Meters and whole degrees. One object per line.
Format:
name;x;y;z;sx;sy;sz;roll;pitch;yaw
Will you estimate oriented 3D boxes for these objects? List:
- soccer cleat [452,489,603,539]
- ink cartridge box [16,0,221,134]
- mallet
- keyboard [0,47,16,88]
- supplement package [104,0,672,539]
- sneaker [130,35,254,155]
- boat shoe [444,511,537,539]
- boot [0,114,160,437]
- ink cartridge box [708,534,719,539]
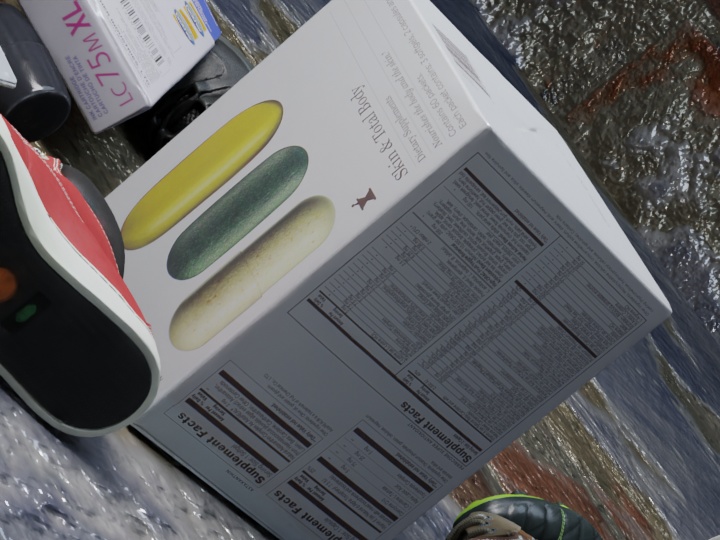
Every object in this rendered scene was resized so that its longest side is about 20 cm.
soccer cleat;0.120;0.189;1.381;0.200;0.067;0.081;44;20;-38
ink cartridge box;-0.130;-0.149;1.315;0.119;0.042;0.200;61;16;-10
mallet;-0.209;-0.121;1.150;0.200;0.041;0.066;32;23;-49
keyboard;-0.219;-0.118;1.072;0.200;0.011;0.056;14;49;-57
supplement package;0.000;0.000;1.147;0.151;0.200;0.152;42;14;-37
sneaker;-0.075;-0.066;1.406;0.200;0.073;0.082;51;12;3
boat shoe;0.063;0.158;1.243;0.072;0.076;0.200;51;1;22
boot;-0.156;-0.040;1.007;0.200;0.072;0.144;54;7;-29
ink cartridge box;0.221;0.235;1.289;0.084;0.146;0.200;37;33;-53
